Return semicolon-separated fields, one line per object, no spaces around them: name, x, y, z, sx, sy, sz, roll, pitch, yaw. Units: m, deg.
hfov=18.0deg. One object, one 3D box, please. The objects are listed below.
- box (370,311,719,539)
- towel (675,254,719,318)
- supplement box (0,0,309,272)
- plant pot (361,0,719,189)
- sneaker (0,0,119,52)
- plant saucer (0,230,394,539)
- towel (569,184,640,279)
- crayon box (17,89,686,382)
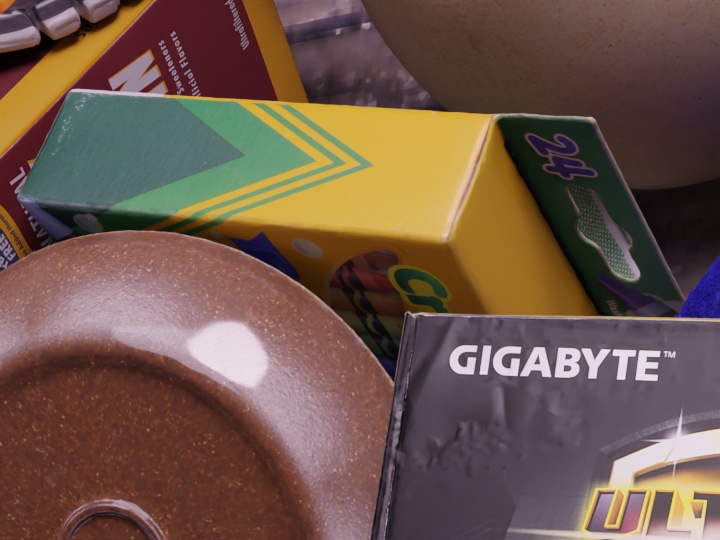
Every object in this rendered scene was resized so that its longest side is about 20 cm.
box;0.097;0.094;0.591;0.199;0.049;0.161;1;72;25
towel;0.106;0.062;0.682;0.200;0.049;0.148;-53;19;-2
supplement box;-0.156;-0.041;0.879;0.199;0.133;0.197;14;50;34
plant pot;0.067;-0.131;0.758;0.199;0.134;0.202;-1;88;36
sneaker;-0.092;-0.162;0.797;0.199;0.113;0.078;-32;41;-16
plant saucer;-0.072;0.089;0.724;0.199;0.202;0.037;-6;9;22
towel;0.021;0.048;0.810;0.199;0.031;0.150;-29;45;2
crayon box;0.000;0.000;0.757;0.199;0.126;0.052;5;58;31
